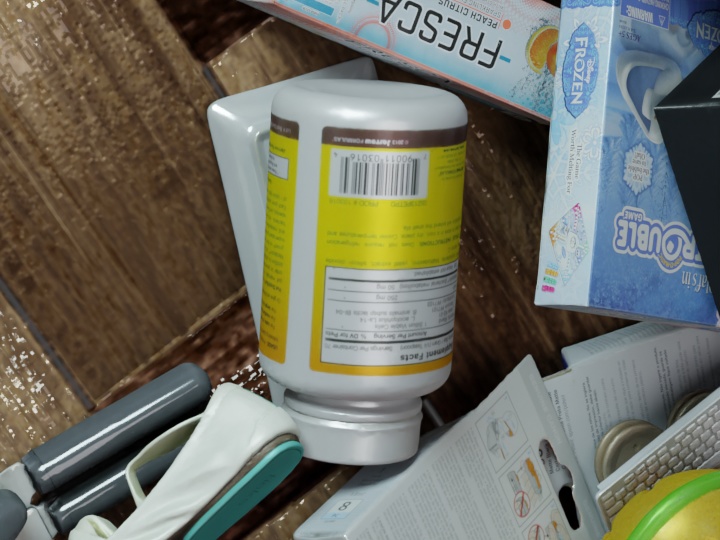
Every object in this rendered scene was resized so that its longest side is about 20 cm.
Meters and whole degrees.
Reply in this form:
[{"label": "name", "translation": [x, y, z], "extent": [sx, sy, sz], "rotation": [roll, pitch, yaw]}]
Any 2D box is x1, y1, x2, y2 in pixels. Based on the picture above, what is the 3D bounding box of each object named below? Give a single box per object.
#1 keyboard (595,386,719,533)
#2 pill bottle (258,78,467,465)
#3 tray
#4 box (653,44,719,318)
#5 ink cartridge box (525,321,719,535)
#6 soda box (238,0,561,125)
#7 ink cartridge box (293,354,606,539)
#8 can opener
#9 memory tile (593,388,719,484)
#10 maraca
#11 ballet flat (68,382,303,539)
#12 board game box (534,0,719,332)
[{"label": "keyboard", "translation": [0.223, 0.090, 1.339], "extent": [0.199, 0.011, 0.056], "rotation": [-37, 134, -10]}, {"label": "pill bottle", "translation": [0.000, 0.000, 1.222], "extent": [0.108, 0.109, 0.202], "rotation": [-1, 102, -22]}, {"label": "tray", "translation": [-0.017, -0.013, 1.284], "extent": [0.107, 0.022, 0.202], "rotation": [-18, 108, -17]}, {"label": "box", "translation": [0.265, -0.081, 1.282], "extent": [0.200, 0.078, 0.142], "rotation": [-41, 117, -39]}, {"label": "ink cartridge box", "translation": [0.189, 0.130, 1.391], "extent": [0.199, 0.041, 0.201], "rotation": [-17, 106, -17]}, {"label": "soda box", "translation": [0.033, -0.144, 1.250], "extent": [0.199, 0.068, 0.064], "rotation": [21, 90, -25]}, {"label": "ink cartridge box", "translation": [0.061, 0.166, 1.286], "extent": [0.200, 0.047, 0.161], "rotation": [-40, 113, -43]}, {"label": "can opener", "translation": [-0.159, 0.123, 1.230], "extent": [0.199, 0.067, 0.054], "rotation": [-30, 112, -14]}, {"label": "memory tile", "translation": [0.232, 0.165, 1.383], "extent": [0.152, 0.017, 0.201], "rotation": [-24, 109, -15]}, {"label": "maraca", "translation": [0.189, 0.203, 1.312], "extent": [0.136, 0.107, 0.201], "rotation": [-9, 124, -28]}, {"label": "ballet flat", "translation": [-0.116, 0.141, 1.207], "extent": [0.200, 0.069, 0.069], "rotation": [-46, 114, 2]}, {"label": "board game box", "translation": [0.184, -0.069, 1.284], "extent": [0.199, 0.043, 0.201], "rotation": [8, 87, -47]}]
